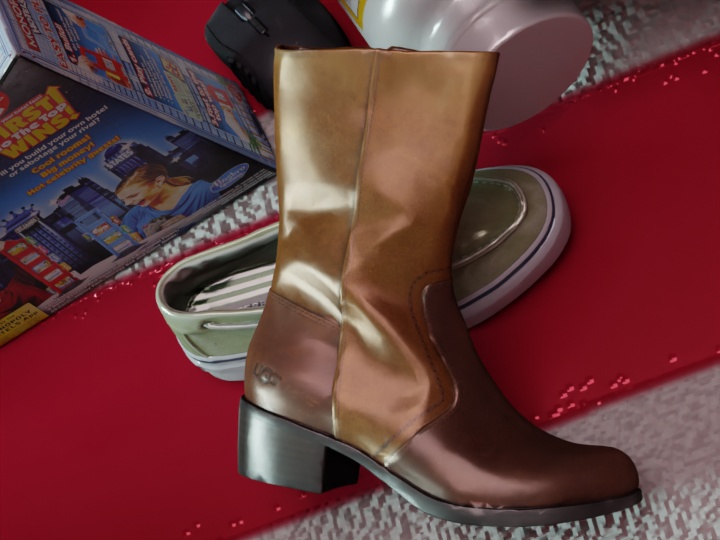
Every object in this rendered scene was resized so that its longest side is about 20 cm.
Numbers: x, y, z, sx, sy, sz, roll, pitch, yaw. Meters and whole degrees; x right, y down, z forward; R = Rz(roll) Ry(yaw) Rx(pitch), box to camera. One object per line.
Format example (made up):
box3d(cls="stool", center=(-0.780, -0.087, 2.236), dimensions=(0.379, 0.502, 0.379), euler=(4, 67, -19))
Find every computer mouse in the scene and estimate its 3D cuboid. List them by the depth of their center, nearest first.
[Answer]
box3d(cls="computer mouse", center=(-0.072, -0.147, 1.127), dimensions=(0.059, 0.034, 0.200), euler=(-45, 60, 0))

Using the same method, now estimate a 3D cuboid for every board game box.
box3d(cls="board game box", center=(-0.166, -0.055, 1.032), dimensions=(0.200, 0.200, 0.062), euler=(-31, 62, 7))

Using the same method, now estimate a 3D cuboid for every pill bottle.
box3d(cls="pill bottle", center=(0.029, -0.162, 1.053), dimensions=(0.104, 0.104, 0.200), euler=(-36, 61, 4))

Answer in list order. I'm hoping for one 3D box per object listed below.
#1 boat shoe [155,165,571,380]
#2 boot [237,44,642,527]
box3d(cls="boat shoe", center=(0.000, 0.000, 1.022), dimensions=(0.199, 0.062, 0.072), euler=(-22, 63, 12))
box3d(cls="boot", center=(0.042, 0.004, 0.960), dimensions=(0.187, 0.068, 0.201), euler=(10, 95, 23))
